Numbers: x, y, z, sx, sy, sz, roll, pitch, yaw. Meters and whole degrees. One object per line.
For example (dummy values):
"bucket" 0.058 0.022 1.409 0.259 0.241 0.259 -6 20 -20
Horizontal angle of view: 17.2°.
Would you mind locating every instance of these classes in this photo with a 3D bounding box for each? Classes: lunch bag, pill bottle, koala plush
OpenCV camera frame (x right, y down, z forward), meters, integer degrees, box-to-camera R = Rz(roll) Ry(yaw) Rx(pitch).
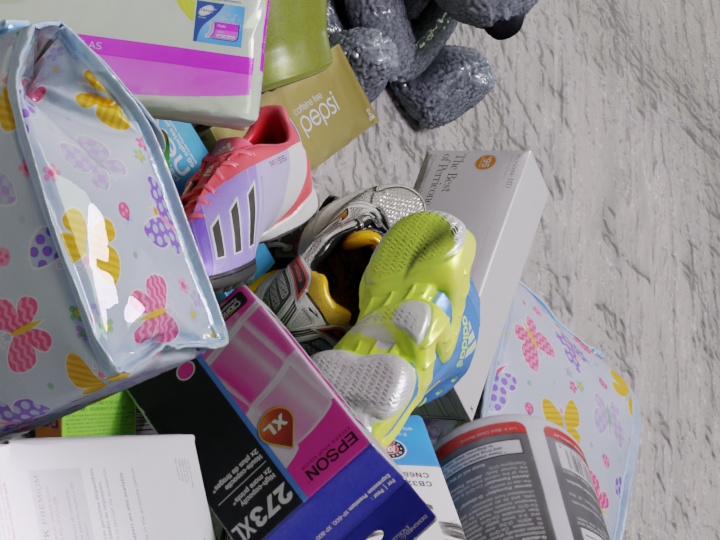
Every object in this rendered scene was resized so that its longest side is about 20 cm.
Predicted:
"lunch bag" 0.104 0.110 1.667 0.170 0.127 0.200 42 48 -32
"pill bottle" 0.101 0.194 1.453 0.116 0.116 0.200 41 24 -36
"koala plush" 0.068 -0.227 1.762 0.177 0.200 0.184 4 67 -55
"lunch bag" -0.185 -0.020 1.282 0.127 0.170 0.200 -16 83 -55

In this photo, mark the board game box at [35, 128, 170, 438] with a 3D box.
"board game box" -0.149 0.015 1.389 0.096 0.030 0.200 1 93 -56

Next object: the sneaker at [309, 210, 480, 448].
"sneaker" 0.022 0.067 1.409 0.200 0.076 0.105 -58 145 -21

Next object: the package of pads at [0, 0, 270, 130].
"package of pads" -0.151 -0.172 1.385 0.200 0.068 0.155 6 86 -11

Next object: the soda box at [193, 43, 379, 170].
"soda box" -0.065 -0.087 1.600 0.064 0.068 0.200 61 32 -8

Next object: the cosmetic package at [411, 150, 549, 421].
"cosmetic package" 0.059 0.006 1.606 0.051 0.083 0.200 64 37 -46

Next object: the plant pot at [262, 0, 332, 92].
"plant pot" -0.104 -0.205 1.526 0.200 0.200 0.193 -29 107 -58

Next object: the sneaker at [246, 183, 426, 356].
"sneaker" 0.000 0.000 1.497 0.078 0.082 0.200 54 36 -10

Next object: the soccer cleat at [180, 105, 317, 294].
"soccer cleat" -0.083 -0.038 1.411 0.200 0.068 0.073 -44 128 -60

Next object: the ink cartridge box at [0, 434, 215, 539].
"ink cartridge box" -0.158 0.193 1.261 0.176 0.084 0.200 4 67 -45

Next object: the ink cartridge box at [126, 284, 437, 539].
"ink cartridge box" -0.048 0.101 1.331 0.200 0.095 0.037 49 2 39

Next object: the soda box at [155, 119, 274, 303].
"soda box" -0.139 -0.063 1.479 0.200 0.064 0.068 58 33 -13

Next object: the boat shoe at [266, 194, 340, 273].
"boat shoe" -0.045 0.002 1.582 0.068 0.072 0.200 53 31 1

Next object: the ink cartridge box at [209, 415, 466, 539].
"ink cartridge box" -0.013 0.181 1.377 0.146 0.084 0.200 1 40 -20
